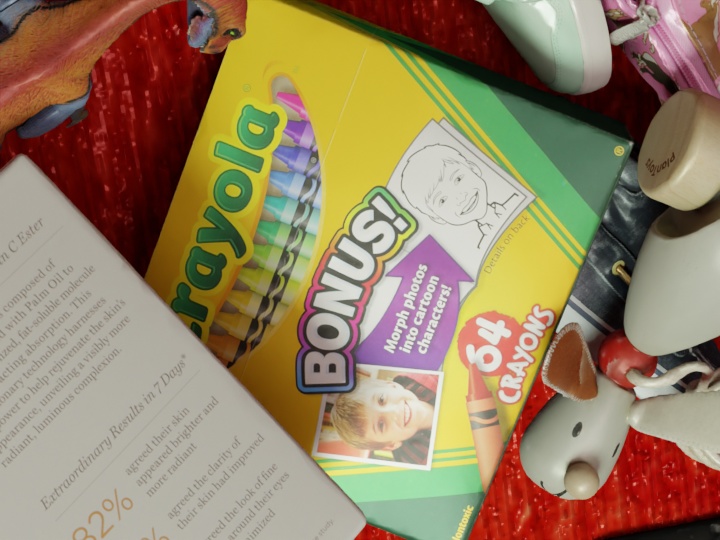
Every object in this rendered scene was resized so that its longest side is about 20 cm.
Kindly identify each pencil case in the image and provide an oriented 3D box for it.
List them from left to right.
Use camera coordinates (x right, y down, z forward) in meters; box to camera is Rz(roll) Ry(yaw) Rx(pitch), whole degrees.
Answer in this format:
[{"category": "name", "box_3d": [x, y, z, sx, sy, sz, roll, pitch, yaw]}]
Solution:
[{"category": "pencil case", "box_3d": [0.172, -0.076, 0.853, 0.086, 0.083, 0.200, -40, 113, -12]}]

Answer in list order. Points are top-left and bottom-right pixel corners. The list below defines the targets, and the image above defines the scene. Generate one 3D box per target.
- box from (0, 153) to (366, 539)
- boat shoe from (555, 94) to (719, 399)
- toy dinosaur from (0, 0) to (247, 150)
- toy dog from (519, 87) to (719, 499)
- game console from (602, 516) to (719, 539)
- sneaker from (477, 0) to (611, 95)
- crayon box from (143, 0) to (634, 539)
[{"category": "box", "box_3d": [-0.128, 0.085, 0.736, 0.200, 0.106, 0.152, 48, 63, -8]}, {"category": "boat shoe", "box_3d": [0.138, 0.004, 0.895, 0.200, 0.071, 0.091, 35, 101, -25]}, {"category": "toy dinosaur", "box_3d": [-0.133, -0.064, 0.740, 0.181, 0.201, 0.105, -14, 137, 21]}, {"category": "toy dog", "box_3d": [0.141, 0.028, 0.800, 0.131, 0.096, 0.201, 5, 117, -6]}, {"category": "game console", "box_3d": [0.211, 0.226, 1.040, 0.199, 0.117, 0.176, -8, 143, -15]}, {"category": "sneaker", "box_3d": [0.016, -0.132, 0.794, 0.118, 0.074, 0.201, -40, 109, -10]}, {"category": "crayon box", "box_3d": [0.000, 0.000, 0.822, 0.172, 0.058, 0.201, 21, 104, -2]}]
